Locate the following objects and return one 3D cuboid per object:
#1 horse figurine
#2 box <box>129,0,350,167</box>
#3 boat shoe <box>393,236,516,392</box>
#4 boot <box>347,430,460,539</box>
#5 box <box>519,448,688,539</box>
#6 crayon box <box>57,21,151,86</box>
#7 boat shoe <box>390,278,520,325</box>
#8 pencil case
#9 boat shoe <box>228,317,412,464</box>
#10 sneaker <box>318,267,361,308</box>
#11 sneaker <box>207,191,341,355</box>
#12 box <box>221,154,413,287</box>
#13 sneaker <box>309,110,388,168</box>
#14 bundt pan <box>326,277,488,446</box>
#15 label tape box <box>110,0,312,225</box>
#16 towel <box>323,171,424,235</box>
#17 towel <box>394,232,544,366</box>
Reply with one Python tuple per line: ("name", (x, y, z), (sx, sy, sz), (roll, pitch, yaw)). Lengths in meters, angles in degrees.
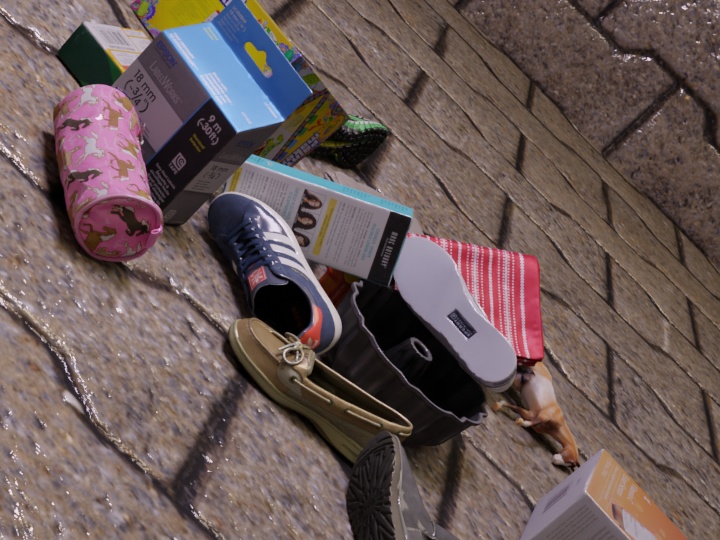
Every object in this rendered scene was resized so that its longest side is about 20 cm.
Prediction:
("horse figurine", (0.208, 0.153, 1.918), (0.132, 0.050, 0.200), (19, 35, -39))
("box", (-0.139, -0.243, 1.790), (0.200, 0.122, 0.193), (52, 3, 23))
("boat shoe", (0.103, 0.051, 1.663), (0.200, 0.071, 0.070), (50, -8, 22))
("boot", (0.084, 0.259, 1.412), (0.200, 0.073, 0.182), (28, 39, -28))
("box", (0.285, 0.319, 1.660), (0.200, 0.106, 0.152), (47, 19, 2))
("crayon box", (-0.226, -0.179, 1.664), (0.200, 0.052, 0.126), (50, 19, 12))
("boat shoe", (0.116, 0.059, 1.865), (0.200, 0.072, 0.072), (23, 60, -15))
("pencil case", (-0.237, -0.092, 1.426), (0.200, 0.086, 0.083), (-110, -179, -49))
("boat shoe", (-0.040, 0.108, 1.464), (0.201, 0.063, 0.073), (44, 19, -9))
("sneaker", (0.000, 0.000, 1.746), (0.073, 0.077, 0.200), (42, 18, -7))
("sneaker", (-0.098, 0.000, 1.542), (0.200, 0.075, 0.085), (51, 18, 15))
("box", (-0.050, -0.056, 1.620), (0.200, 0.082, 0.049), (19, 15, -2))
("sneaker", (-0.034, -0.199, 2.068), (0.200, 0.078, 0.085), (14, 37, -57))
("bundt pan", (0.040, 0.106, 1.614), (0.202, 0.076, 0.202), (39, 21, -18))
("label tape box", (-0.168, -0.164, 1.528), (0.144, 0.200, 0.063), (53, 20, 19))
("towel", (0.029, -0.053, 1.980), (0.200, 0.034, 0.133), (25, 30, -49))
("towel", (0.132, 0.034, 1.830), (0.200, 0.022, 0.145), (10, 68, -25))
